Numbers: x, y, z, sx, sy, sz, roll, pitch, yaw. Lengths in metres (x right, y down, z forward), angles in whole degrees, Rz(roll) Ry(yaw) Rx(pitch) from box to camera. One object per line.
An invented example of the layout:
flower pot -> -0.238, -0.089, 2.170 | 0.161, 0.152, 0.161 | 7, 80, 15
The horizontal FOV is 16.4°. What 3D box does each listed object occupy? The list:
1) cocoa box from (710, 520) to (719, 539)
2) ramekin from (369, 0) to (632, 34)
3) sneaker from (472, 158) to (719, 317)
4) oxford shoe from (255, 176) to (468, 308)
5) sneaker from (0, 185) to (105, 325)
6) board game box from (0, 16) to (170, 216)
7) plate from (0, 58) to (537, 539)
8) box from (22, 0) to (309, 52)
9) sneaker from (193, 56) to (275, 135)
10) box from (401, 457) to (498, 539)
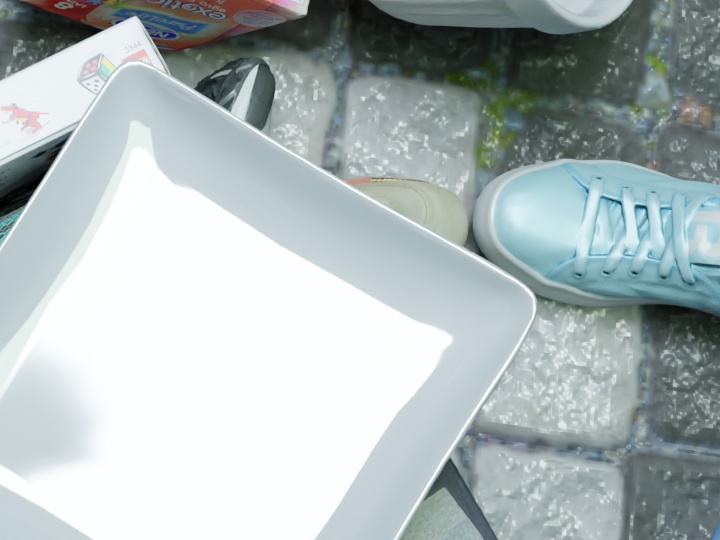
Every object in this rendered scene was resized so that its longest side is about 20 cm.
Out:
cocoa box -> 0.204, 0.200, 1.117 | 0.131, 0.133, 0.200 | 31, 72, -5
ramekin -> 0.051, -0.205, 1.139 | 0.105, 0.200, 0.201 | -3, 75, 30
sneaker -> 0.156, -0.018, 1.180 | 0.199, 0.082, 0.074 | 9, 75, -12
oxford shoe -> 0.000, 0.000, 1.102 | 0.200, 0.074, 0.071 | -26, 105, -52
sneaker -> -0.162, 0.007, 1.045 | 0.091, 0.078, 0.200 | 28, 55, 35
board game box -> -0.184, -0.037, 1.074 | 0.200, 0.126, 0.035 | -28, 86, -19
plate -> -0.061, 0.046, 0.982 | 0.200, 0.032, 0.200 | 30, 75, 8
box -> -0.082, -0.213, 1.137 | 0.094, 0.102, 0.201 | 16, 73, -40
sneaker -> -0.066, 0.000, 1.133 | 0.079, 0.074, 0.201 | 19, 73, -30
box -> -0.043, 0.157, 1.052 | 0.200, 0.115, 0.132 | -41, 120, -18
